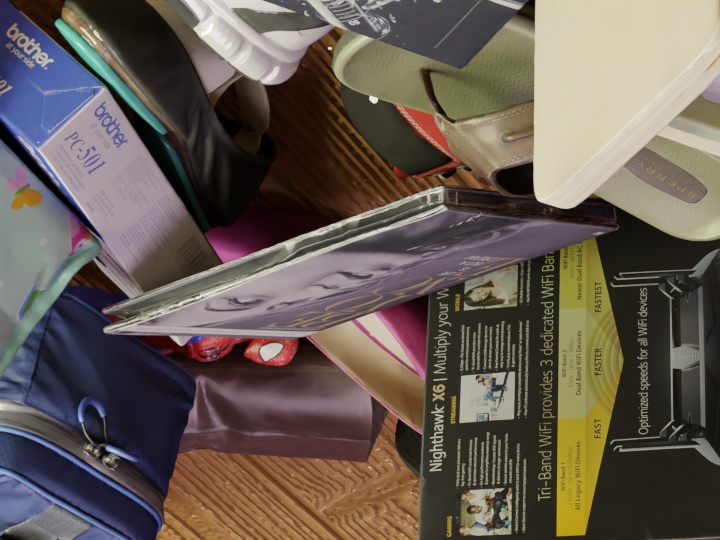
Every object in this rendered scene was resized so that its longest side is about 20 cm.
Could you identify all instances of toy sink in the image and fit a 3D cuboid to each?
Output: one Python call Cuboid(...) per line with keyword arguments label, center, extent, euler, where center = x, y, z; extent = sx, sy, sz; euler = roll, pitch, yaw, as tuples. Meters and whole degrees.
Cuboid(label="toy sink", center=(0.147, -0.120, 1.025), extent=(0.112, 0.200, 0.130), euler=(17, 145, -21))

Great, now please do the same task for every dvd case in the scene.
Cuboid(label="dvd case", center=(0.000, 0.000, 1.243), extent=(0.200, 0.016, 0.149), euler=(-19, 167, 33))

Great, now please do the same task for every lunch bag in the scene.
Cuboid(label="lunch bag", center=(-0.241, -0.046, 1.222), extent=(0.200, 0.122, 0.170), euler=(23, 161, 52))
Cuboid(label="lunch bag", center=(-0.184, 0.104, 1.381), extent=(0.200, 0.133, 0.136), euler=(-18, 137, 43))

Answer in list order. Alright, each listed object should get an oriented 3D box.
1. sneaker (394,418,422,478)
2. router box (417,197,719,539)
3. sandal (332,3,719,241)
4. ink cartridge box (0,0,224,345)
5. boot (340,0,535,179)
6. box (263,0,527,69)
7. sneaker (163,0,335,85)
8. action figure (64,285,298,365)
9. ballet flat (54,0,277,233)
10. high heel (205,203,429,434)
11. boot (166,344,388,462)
Cuboid(label="sneaker", center=(0.108, 0.128, 1.466), extent=(0.114, 0.199, 0.076), euler=(13, 107, -31))
Cuboid(label="router box", center=(0.112, 0.059, 1.314), extent=(0.157, 0.200, 0.052), euler=(-4, 147, 12))
Cuboid(label="sandal", center=(0.083, -0.060, 1.150), extent=(0.201, 0.057, 0.080), euler=(24, 143, -11))
Cuboid(label="ink cartridge box", center=(-0.128, -0.047, 1.251), extent=(0.044, 0.094, 0.200), euler=(-44, 150, -9))
Cuboid(label="boot", center=(0.096, -0.064, 1.245), extent=(0.200, 0.073, 0.144), euler=(28, 141, -22))
Cuboid(label="box", center=(0.010, -0.192, 1.011), extent=(0.182, 0.104, 0.200), euler=(16, 146, -22))
Cuboid(label="sneaker", center=(-0.072, -0.157, 1.123), extent=(0.080, 0.074, 0.200), euler=(-34, 139, 24))
Cuboid(label="action figure", center=(-0.132, 0.027, 1.415), extent=(0.199, 0.052, 0.065), euler=(5, 154, 1))
Cuboid(label="ballet flat", center=(-0.083, -0.087, 1.229), extent=(0.068, 0.068, 0.200), euler=(-42, 156, -7))
Cuboid(label="high heel", center=(-0.018, 0.032, 1.380), extent=(0.200, 0.096, 0.067), euler=(20, 147, -26))
Cuboid(label="boot", center=(-0.075, 0.102, 1.536), extent=(0.199, 0.064, 0.187), euler=(-1, 146, -1))
